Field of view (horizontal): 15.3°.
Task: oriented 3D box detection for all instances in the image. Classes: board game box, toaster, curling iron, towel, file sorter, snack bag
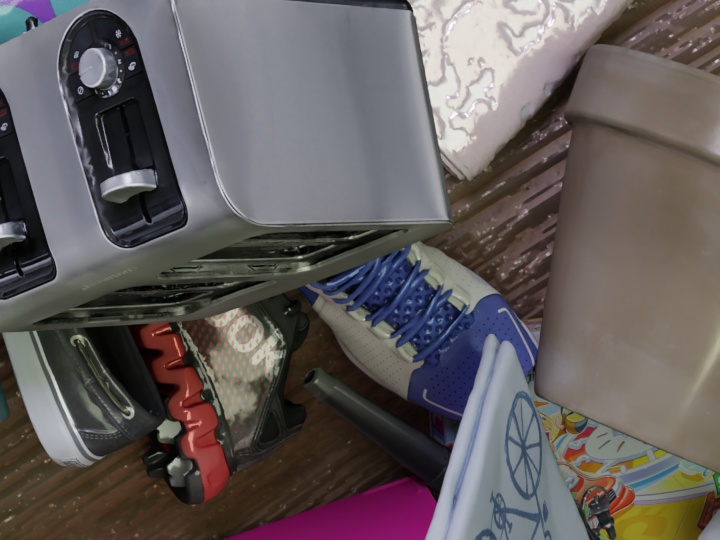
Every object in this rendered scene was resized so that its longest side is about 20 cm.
[{"bbox_3d":[0.136,0.089,1.436,0.199,0.034,0.135,-7,102,-14],"label":"board game box"},{"bbox_3d":[-0.075,-0.052,1.185,0.200,0.180,0.119,-2,77,-50],"label":"toaster"},{"bbox_3d":[0.052,0.098,1.374,0.200,0.026,0.050,30,115,-21],"label":"curling iron"},{"bbox_3d":[0.057,-0.179,1.364,0.191,0.032,0.200,43,88,-19],"label":"towel"},{"bbox_3d":[-0.037,0.207,1.343,0.199,0.139,0.126,-18,104,-5],"label":"file sorter"},{"bbox_3d":[0.076,0.164,1.297,0.021,0.189,0.200,-6,131,23],"label":"snack bag"}]

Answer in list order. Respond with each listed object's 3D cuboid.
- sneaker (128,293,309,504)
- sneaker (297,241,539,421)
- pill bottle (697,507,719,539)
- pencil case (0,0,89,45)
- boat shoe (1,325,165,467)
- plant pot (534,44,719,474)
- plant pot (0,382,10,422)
[{"bbox_3d":[-0.081,0.011,1.343,0.098,0.071,0.201,-20,102,-18],"label":"sneaker"},{"bbox_3d":[-0.001,-0.001,1.321,0.081,0.115,0.199,-44,97,4],"label":"sneaker"},{"bbox_3d":[0.171,0.227,1.413,0.119,0.120,0.200,30,101,-19],"label":"pill bottle"},{"bbox_3d":[-0.138,-0.140,1.226,0.199,0.085,0.093,-10,80,-12],"label":"pencil case"},{"bbox_3d":[-0.145,-0.007,1.275,0.066,0.070,0.201,-19,87,16],"label":"boat shoe"},{"bbox_3d":[0.173,0.005,1.335,0.199,0.200,0.174,22,89,-18],"label":"plant pot"},{"bbox_3d":[-0.272,0.006,1.228,0.200,0.201,0.162,-9,93,-14],"label":"plant pot"}]
